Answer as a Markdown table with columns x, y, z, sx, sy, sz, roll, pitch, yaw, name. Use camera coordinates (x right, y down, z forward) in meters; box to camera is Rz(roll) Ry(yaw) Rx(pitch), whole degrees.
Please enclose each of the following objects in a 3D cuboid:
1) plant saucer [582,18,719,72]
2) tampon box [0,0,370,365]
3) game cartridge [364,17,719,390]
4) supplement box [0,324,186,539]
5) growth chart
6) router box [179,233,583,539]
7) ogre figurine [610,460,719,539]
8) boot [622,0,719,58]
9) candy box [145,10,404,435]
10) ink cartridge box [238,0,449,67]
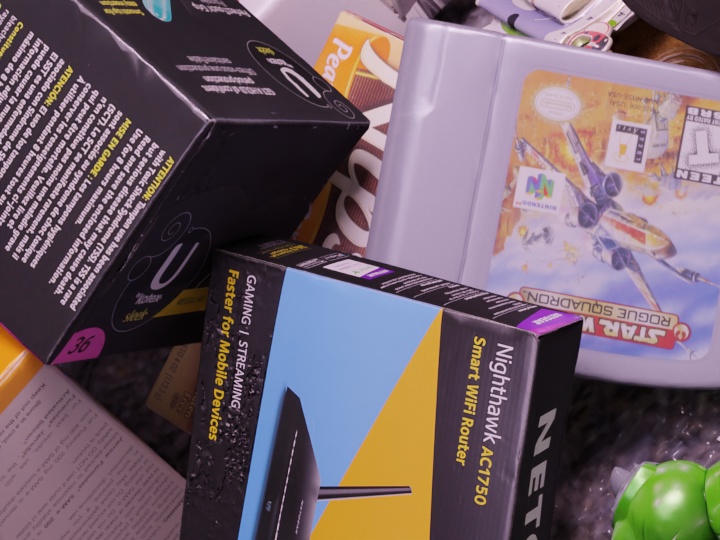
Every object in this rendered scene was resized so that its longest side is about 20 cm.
| x | y | z | sx | sy | sz | roll | pitch | yaw | name |
| --- | --- | --- | --- | --- | --- | --- | --- | --- | --- |
| 0.145 | -0.072 | 1.149 | 0.199 | 0.035 | 0.201 | -12 | 61 | 23 | plant saucer |
| -0.127 | -0.074 | 1.089 | 0.200 | 0.150 | 0.127 | 42 | 109 | 18 | tampon box |
| 0.105 | -0.022 | 1.080 | 0.199 | 0.042 | 0.134 | 10 | 87 | 4 | game cartridge |
| -0.151 | 0.073 | 1.135 | 0.074 | 0.200 | 0.126 | -49 | 52 | -6 | supplement box |
| 0.114 | -0.156 | 1.181 | 0.200 | 0.018 | 0.145 | -51 | 30 | -11 | growth chart |
| 0.002 | 0.099 | 1.064 | 0.148 | 0.051 | 0.201 | 14 | 106 | 26 | router box |
| 0.168 | 0.123 | 1.009 | 0.199 | 0.098 | 0.121 | -17 | 76 | 38 | ogre figurine |
| 0.217 | -0.114 | 1.065 | 0.199 | 0.074 | 0.150 | 31 | 40 | 34 | boot |
| 0.000 | 0.000 | 1.157 | 0.115 | 0.055 | 0.201 | 29 | 93 | 36 | candy box |
| -0.009 | -0.182 | 1.246 | 0.200 | 0.083 | 0.145 | -47 | 43 | 1 | ink cartridge box |
